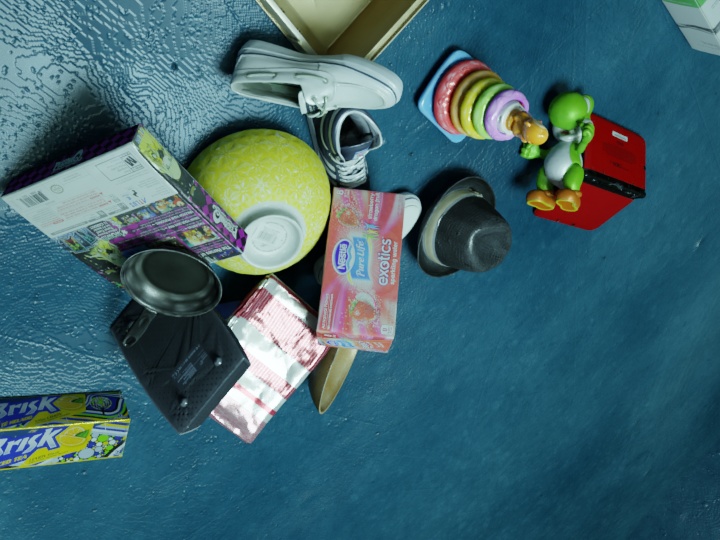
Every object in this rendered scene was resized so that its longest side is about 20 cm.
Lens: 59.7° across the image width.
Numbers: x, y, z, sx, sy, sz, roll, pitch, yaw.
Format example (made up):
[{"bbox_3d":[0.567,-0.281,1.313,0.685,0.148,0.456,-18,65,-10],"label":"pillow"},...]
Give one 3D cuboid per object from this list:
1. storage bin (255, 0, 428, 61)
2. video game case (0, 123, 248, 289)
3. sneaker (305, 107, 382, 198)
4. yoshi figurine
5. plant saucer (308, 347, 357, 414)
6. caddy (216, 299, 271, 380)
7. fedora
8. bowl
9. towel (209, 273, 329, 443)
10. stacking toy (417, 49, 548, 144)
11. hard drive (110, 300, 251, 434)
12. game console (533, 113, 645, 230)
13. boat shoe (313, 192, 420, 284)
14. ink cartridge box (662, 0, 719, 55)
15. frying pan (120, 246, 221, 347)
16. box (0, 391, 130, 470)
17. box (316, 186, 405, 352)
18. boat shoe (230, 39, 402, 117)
[{"bbox_3d":[-0.025,-0.356,0.705,0.199,0.094,0.200,-48,133,1],"label":"storage bin"},{"bbox_3d":[-0.259,-0.059,0.700,0.200,0.036,0.181,-14,138,26],"label":"video game case"},{"bbox_3d":[-0.012,-0.143,0.838,0.070,0.108,0.200,-29,130,-14],"label":"sneaker"},{"bbox_3d":[0.327,-0.204,1.020,0.112,0.112,0.201,15,83,1],"label":"yoshi figurine"},{"bbox_3d":[-0.036,0.124,0.983,0.200,0.035,0.201,22,90,-80],"label":"plant saucer"},{"bbox_3d":[-0.158,0.123,0.910,0.200,0.105,0.142,-11,122,-28],"label":"caddy"},{"bbox_3d":[0.182,-0.052,1.008,0.200,0.092,0.201,-29,137,-31],"label":"fedora"},{"bbox_3d":[-0.123,-0.065,0.790,0.200,0.108,0.201,-11,129,-14],"label":"bowl"},{"bbox_3d":[-0.137,0.121,0.850,0.144,0.023,0.200,43,84,-24],"label":"towel"},{"bbox_3d":[0.184,-0.217,0.859,0.116,0.200,0.110,31,99,-41],"label":"stacking toy"},{"bbox_3d":[-0.226,0.094,0.791,0.135,0.200,0.042,-50,148,4],"label":"hard drive"},{"bbox_3d":[0.429,-0.178,1.170,0.200,0.119,0.173,8,82,-37],"label":"game console"},{"bbox_3d":[0.024,-0.034,0.949,0.200,0.067,0.074,-42,132,-4],"label":"boat shoe"},{"bbox_3d":[0.596,-0.476,1.046,0.200,0.084,0.146,25,102,-41],"label":"ink cartridge box"},{"bbox_3d":[-0.226,0.037,0.751,0.115,0.031,0.190,11,136,-9],"label":"frying pan"},{"bbox_3d":[-0.415,0.210,0.824,0.200,0.064,0.070,3,117,-36],"label":"box"},{"bbox_3d":[0.000,0.000,0.842,0.102,0.201,0.095,7,162,0],"label":"box"},{"bbox_3d":[-0.054,-0.208,0.728,0.074,0.199,0.067,75,31,-67],"label":"boat shoe"}]
